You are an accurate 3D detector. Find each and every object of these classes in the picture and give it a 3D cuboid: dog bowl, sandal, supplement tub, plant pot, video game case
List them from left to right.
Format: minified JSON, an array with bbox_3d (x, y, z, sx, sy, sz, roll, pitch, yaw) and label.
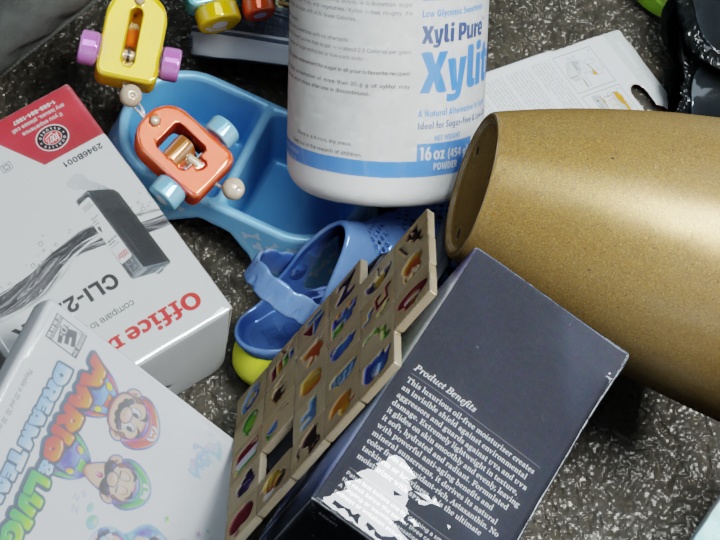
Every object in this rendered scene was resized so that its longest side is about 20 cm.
[{"bbox_3d":[-0.166,0.150,1.486,0.182,0.024,0.201,39,58,-24],"label":"video game case"},{"bbox_3d":[-0.081,-0.067,1.673,0.199,0.050,0.112,24,63,6],"label":"dog bowl"},{"bbox_3d":[-0.004,0.039,1.547,0.043,0.076,0.200,40,85,2],"label":"sandal"},{"bbox_3d":[0.000,0.000,1.609,0.199,0.087,0.079,-31,46,-15],"label":"sandal"},{"bbox_3d":[0.018,-0.152,1.577,0.131,0.202,0.132,1,18,0],"label":"supplement tub"},{"bbox_3d":[0.159,-0.023,1.510,0.199,0.187,0.188,16,61,-12],"label":"plant pot"}]

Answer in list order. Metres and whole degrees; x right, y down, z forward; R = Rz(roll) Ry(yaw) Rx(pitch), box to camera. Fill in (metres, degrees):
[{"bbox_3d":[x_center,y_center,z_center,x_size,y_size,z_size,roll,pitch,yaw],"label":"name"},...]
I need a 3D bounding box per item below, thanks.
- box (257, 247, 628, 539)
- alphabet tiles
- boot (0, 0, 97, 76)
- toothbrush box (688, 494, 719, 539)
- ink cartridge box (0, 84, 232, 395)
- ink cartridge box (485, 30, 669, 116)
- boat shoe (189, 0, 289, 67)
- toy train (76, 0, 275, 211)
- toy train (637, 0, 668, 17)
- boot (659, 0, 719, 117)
[{"bbox_3d":[0.038,0.124,1.493,0.123,0.200,0.199,36,61,-1],"label":"box"},{"bbox_3d":[-0.018,0.057,1.478,0.008,0.200,0.168,34,24,-17],"label":"alphabet tiles"},{"bbox_3d":[-0.241,-0.150,1.605,0.199,0.182,0.073,-29,108,6],"label":"boot"},{"bbox_3d":[0.231,0.200,1.521,0.085,0.147,0.200,33,62,10],"label":"toothbrush box"},{"bbox_3d":[-0.196,0.003,1.602,0.144,0.084,0.200,-31,72,-21],"label":"ink cartridge box"},{"bbox_3d":[0.145,-0.075,1.722,0.199,0.050,0.163,-20,65,-36],"label":"ink cartridge box"},{"bbox_3d":[-0.018,-0.182,1.700,0.198,0.071,0.092,8,94,7],"label":"boat shoe"},{"bbox_3d":[-0.103,-0.137,1.642,0.150,0.056,0.200,36,70,2],"label":"toy train"},{"bbox_3d":[0.242,-0.230,1.787,0.199,0.085,0.116,32,75,8],"label":"toy train"},{"bbox_3d":[0.301,-0.191,1.740,0.167,0.076,0.202,6,90,-11],"label":"boot"}]
